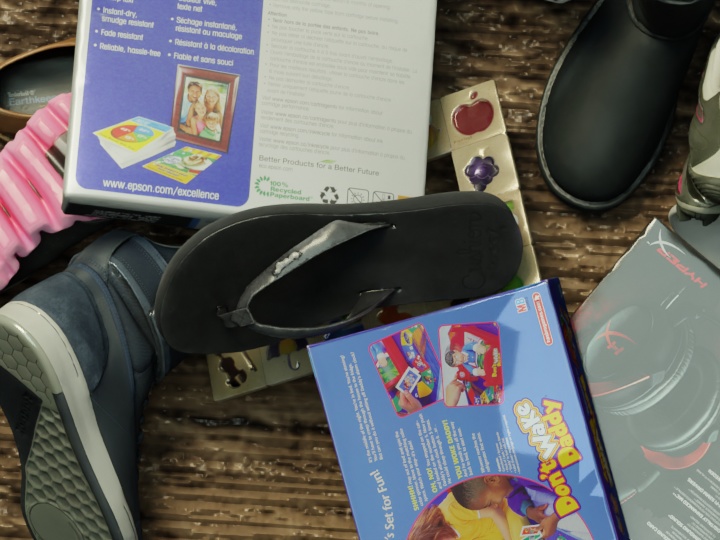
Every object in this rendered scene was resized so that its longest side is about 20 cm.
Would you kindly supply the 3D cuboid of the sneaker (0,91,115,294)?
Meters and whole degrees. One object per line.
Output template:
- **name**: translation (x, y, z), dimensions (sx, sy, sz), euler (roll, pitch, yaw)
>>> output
- **sneaker**: translation (-0.176, -0.038, 1.319), dimensions (0.200, 0.095, 0.079), euler (-31, 84, -3)

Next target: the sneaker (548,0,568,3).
- **sneaker**: translation (0.046, -0.218, 1.278), dimensions (0.071, 0.073, 0.200), euler (-32, 75, -21)

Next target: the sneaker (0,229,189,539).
- **sneaker**: translation (-0.128, 0.074, 1.311), dimensions (0.077, 0.146, 0.203), euler (13, 128, 31)

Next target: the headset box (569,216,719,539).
- **headset box**: translation (0.153, 0.095, 1.289), dimensions (0.149, 0.075, 0.200), euler (41, 93, 8)

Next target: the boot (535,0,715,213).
- **boot**: translation (0.154, -0.136, 1.275), dimensions (0.076, 0.168, 0.200), euler (24, 86, 5)

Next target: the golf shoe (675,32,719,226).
- **golf shoe**: translation (0.217, -0.102, 1.247), dimensions (0.077, 0.200, 0.088), euler (9, 127, 10)

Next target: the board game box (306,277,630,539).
- **board game box**: translation (0.064, 0.117, 1.240), dimensions (0.134, 0.045, 0.201), euler (-15, 89, 12)

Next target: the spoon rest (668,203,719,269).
- **spoon rest**: translation (0.255, 0.014, 1.271), dimensions (0.200, 0.099, 0.061), euler (26, 78, -6)

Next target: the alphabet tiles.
- **alphabet tiles**: translation (0.000, 0.000, 1.312), dimensions (0.200, 0.008, 0.168), euler (-18, 69, 17)

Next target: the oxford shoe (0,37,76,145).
- **oxford shoe**: translation (-0.120, -0.110, 1.337), dimensions (0.199, 0.071, 0.072), euler (-15, 81, 0)

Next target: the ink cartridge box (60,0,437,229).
- **ink cartridge box**: translation (-0.057, -0.119, 1.286), dimensions (0.197, 0.047, 0.201), euler (7, 75, -11)

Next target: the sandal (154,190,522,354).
- **sandal**: translation (-0.013, 0.000, 1.242), dimensions (0.200, 0.043, 0.076), euler (-14, 118, -1)
